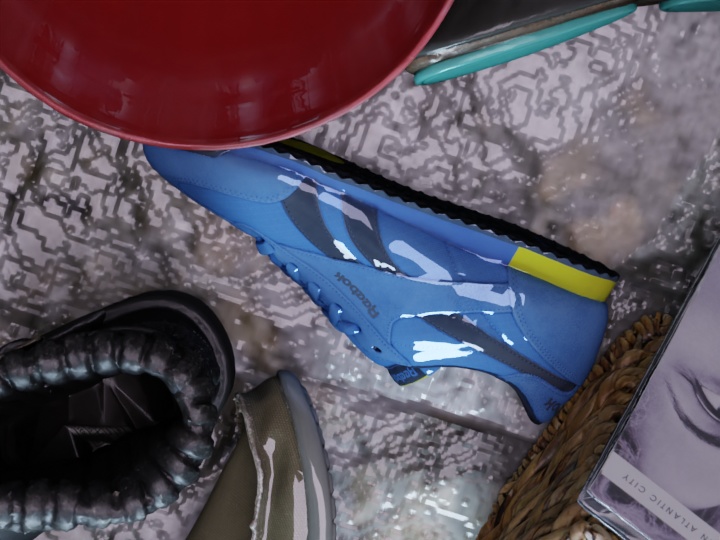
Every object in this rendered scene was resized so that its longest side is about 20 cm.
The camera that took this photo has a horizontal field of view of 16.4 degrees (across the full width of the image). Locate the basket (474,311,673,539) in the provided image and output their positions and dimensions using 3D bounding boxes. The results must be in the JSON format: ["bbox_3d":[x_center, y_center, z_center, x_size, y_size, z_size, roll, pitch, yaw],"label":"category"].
[{"bbox_3d":[0.140,0.148,1.003,0.200,0.149,0.143,35,128,-7],"label":"basket"}]

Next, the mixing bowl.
[{"bbox_3d":[-0.057,-0.157,0.915,0.199,0.109,0.201,0,119,0],"label":"mixing bowl"}]

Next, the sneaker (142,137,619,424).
[{"bbox_3d":[0.000,0.000,0.974,0.199,0.066,0.079,23,100,-6],"label":"sneaker"}]

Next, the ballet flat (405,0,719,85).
[{"bbox_3d":[0.105,-0.123,0.968,0.199,0.068,0.069,-12,88,-12],"label":"ballet flat"}]

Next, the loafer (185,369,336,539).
[{"bbox_3d":[-0.052,0.138,0.984,0.069,0.075,0.201,5,97,-8],"label":"loafer"}]

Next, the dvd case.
[{"bbox_3d":[0.182,0.057,0.953,0.149,0.016,0.200,38,55,-6],"label":"dvd case"}]

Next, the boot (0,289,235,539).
[{"bbox_3d":[-0.142,0.077,0.928,0.211,0.158,0.080,-34,96,7],"label":"boot"}]
